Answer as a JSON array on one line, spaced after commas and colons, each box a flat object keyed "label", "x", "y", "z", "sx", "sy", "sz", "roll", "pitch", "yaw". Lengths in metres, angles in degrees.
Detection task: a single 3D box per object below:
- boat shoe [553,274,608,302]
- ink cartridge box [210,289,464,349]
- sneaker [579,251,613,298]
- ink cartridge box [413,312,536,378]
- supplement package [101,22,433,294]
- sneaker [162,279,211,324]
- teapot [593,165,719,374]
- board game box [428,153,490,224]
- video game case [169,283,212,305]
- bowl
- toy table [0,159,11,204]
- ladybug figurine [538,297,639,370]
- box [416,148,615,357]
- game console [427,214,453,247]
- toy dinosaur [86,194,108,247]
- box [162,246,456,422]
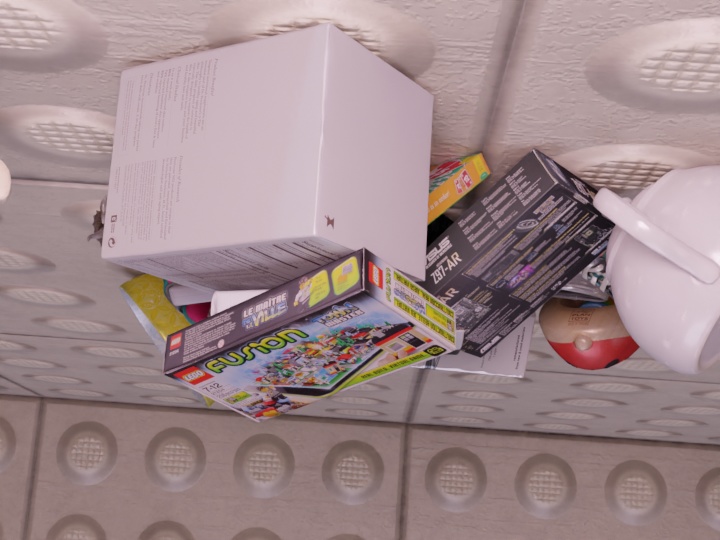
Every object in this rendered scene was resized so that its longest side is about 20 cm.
[{"label": "boat shoe", "x": 0.184, "y": 0.008, "z": 1.328, "sx": 0.198, "sy": 0.073, "sz": 0.070, "roll": 0, "pitch": 166, "yaw": 14}, {"label": "ink cartridge box", "x": -0.014, "y": 0.044, "z": 0.991, "sx": 0.197, "sy": 0.048, "sz": 0.160, "roll": -3, "pitch": 171, "yaw": 4}, {"label": "sneaker", "x": 0.258, "y": -0.009, "z": 1.209, "sx": 0.197, "sy": 0.081, "sz": 0.071, "roll": 7, "pitch": 167, "yaw": -10}, {"label": "ink cartridge box", "x": 0.094, "y": 0.056, "z": 1.411, "sx": 0.197, "sy": 0.084, "sz": 0.147, "roll": 6, "pitch": -162, "yaw": -7}, {"label": "supplement package", "x": -0.067, "y": -0.072, "z": 0.894, "sx": 0.198, "sy": 0.154, "sz": 0.150, "roll": -5, "pitch": 165, "yaw": 33}, {"label": "sneaker", "x": -0.150, "y": 0.008, "z": 1.323, "sx": 0.083, "sy": 0.123, "sz": 0.199, "roll": -7, "pitch": 163, "yaw": 39}, {"label": "teapot", "x": 0.281, "y": -0.018, "z": 1.033, "sx": 0.146, "sy": 0.197, "sz": 0.201, "roll": 37, "pitch": 147, "yaw": 24}, {"label": "board game box", "x": 0.021, "y": -0.040, "z": 1.016, "sx": 0.095, "sy": 0.030, "sz": 0.200, "roll": -12, "pitch": -156, "yaw": 48}, {"label": "video game case", "x": -0.061, "y": -0.019, "z": 1.144, "sx": 0.197, "sy": 0.022, "sz": 0.182, "roll": -7, "pitch": -160, "yaw": 22}, {"label": "bowl", "x": -0.224, "y": 0.072, "z": 1.592, "sx": 0.107, "sy": 0.201, "sz": 0.200, "roll": -37, "pitch": 175, "yaw": -14}, {"label": "toy table", "x": -0.344, "y": -0.120, "z": 0.862, "sx": 0.181, "sy": 0.119, "sz": 0.200, "roll": 6, "pitch": 168, "yaw": -5}, {"label": "ladybug figurine", "x": 0.276, "y": 0.062, "z": 1.364, "sx": 0.134, "sy": 0.073, "sz": 0.200, "roll": -2, "pitch": -165, "yaw": 27}, {"label": "box", "x": 0.135, "y": -0.008, "z": 1.100, "sx": 0.200, "sy": 0.044, "sz": 0.159, "roll": -44, "pitch": 146, "yaw": 20}, {"label": "game console", "x": 0.000, "y": 0.000, "z": 1.245, "sx": 0.197, "sy": 0.118, "sz": 0.176, "roll": 0, "pitch": 166, "yaw": 27}, {"label": "toy dinosaur", "x": -0.187, "y": -0.048, "z": 1.142, "sx": 0.076, "sy": 0.104, "sz": 0.199, "roll": -7, "pitch": 161, "yaw": 41}, {"label": "box", "x": -0.040, "y": 0.053, "z": 0.875, "sx": 0.198, "sy": 0.035, "sz": 0.110, "roll": -24, "pitch": 140, "yaw": 33}]
